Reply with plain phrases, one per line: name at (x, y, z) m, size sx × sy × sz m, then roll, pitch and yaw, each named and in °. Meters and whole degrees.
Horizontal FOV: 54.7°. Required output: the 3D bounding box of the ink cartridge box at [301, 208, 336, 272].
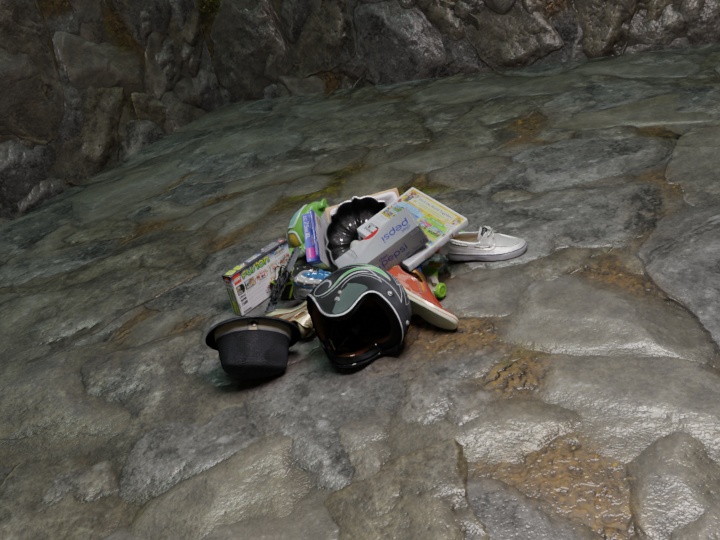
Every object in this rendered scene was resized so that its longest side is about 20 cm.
ink cartridge box at (-0.103, -0.065, 1.698) m, size 0.041 × 0.122 × 0.200 m, roll -10°, pitch -14°, yaw 8°

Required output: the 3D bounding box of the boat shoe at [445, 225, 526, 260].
boat shoe at (0.297, -0.070, 1.661) m, size 0.195 × 0.071 × 0.071 m, roll -1°, pitch 31°, yaw 15°

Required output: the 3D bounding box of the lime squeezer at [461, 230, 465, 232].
lime squeezer at (0.234, -0.063, 1.744) m, size 0.195 × 0.038 × 0.072 m, roll -13°, pitch 58°, yaw 3°

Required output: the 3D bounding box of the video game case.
video game case at (0.116, -0.099, 1.586) m, size 0.181 × 0.023 × 0.199 m, roll -37°, pitch 44°, yaw -16°

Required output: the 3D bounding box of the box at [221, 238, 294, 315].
box at (-0.249, 0.014, 1.743) m, size 0.034 × 0.112 × 0.199 m, roll 10°, pitch 34°, yaw 40°

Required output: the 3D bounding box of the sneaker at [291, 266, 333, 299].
sneaker at (-0.066, 0.052, 1.623) m, size 0.195 × 0.088 × 0.076 m, roll 13°, pitch 36°, yaw 1°

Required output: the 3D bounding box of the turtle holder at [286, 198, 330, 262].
turtle holder at (-0.135, -0.092, 1.896) m, size 0.130 × 0.140 × 0.190 m, roll -13°, pitch 62°, yaw 37°

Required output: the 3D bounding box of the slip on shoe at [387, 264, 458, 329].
slip on shoe at (0.127, 0.053, 1.451) m, size 0.199 × 0.075 × 0.061 m, roll 35°, pitch 72°, yaw 28°

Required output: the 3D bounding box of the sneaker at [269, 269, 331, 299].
sneaker at (-0.127, 0.022, 1.705) m, size 0.196 × 0.077 × 0.077 m, roll 0°, pitch 30°, yaw 25°

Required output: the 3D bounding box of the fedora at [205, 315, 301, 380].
fedora at (-0.217, 0.167, 1.419) m, size 0.196 × 0.201 × 0.093 m, roll -11°, pitch 61°, yaw 7°

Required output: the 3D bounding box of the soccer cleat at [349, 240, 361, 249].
soccer cleat at (0.000, 0.000, 1.587) m, size 0.076 × 0.070 × 0.201 m, roll -26°, pitch 40°, yaw -1°

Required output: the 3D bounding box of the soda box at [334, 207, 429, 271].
soda box at (0.045, -0.042, 1.500) m, size 0.198 × 0.064 × 0.069 m, roll -36°, pitch 47°, yaw 7°

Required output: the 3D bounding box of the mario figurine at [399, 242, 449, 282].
mario figurine at (0.130, -0.026, 1.605) m, size 0.122 × 0.107 × 0.202 m, roll 25°, pitch 43°, yaw -2°

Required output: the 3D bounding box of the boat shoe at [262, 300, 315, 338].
boat shoe at (-0.123, 0.117, 1.529) m, size 0.196 × 0.077 × 0.074 m, roll -18°, pitch 36°, yaw 0°

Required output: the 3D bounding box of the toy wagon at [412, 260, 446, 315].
toy wagon at (0.121, 0.042, 1.578) m, size 0.153 × 0.040 × 0.199 m, roll 12°, pitch 36°, yaw 42°

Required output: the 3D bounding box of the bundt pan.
bundt pan at (0.010, -0.076, 1.715) m, size 0.198 × 0.206 × 0.076 m, roll -16°, pitch -7°, yaw -4°

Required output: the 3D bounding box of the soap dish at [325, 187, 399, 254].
soap dish at (0.021, -0.108, 1.800) m, size 0.196 × 0.161 × 0.081 m, roll -16°, pitch -3°, yaw -6°

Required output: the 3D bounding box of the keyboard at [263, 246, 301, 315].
keyboard at (-0.194, 0.025, 1.623) m, size 0.203 × 0.039 × 0.104 m, roll -69°, pitch 11°, yaw -23°

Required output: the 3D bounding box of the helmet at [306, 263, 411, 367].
helmet at (0.003, 0.081, 1.395) m, size 0.188 × 0.204 × 0.200 m, roll -22°, pitch 27°, yaw -15°
